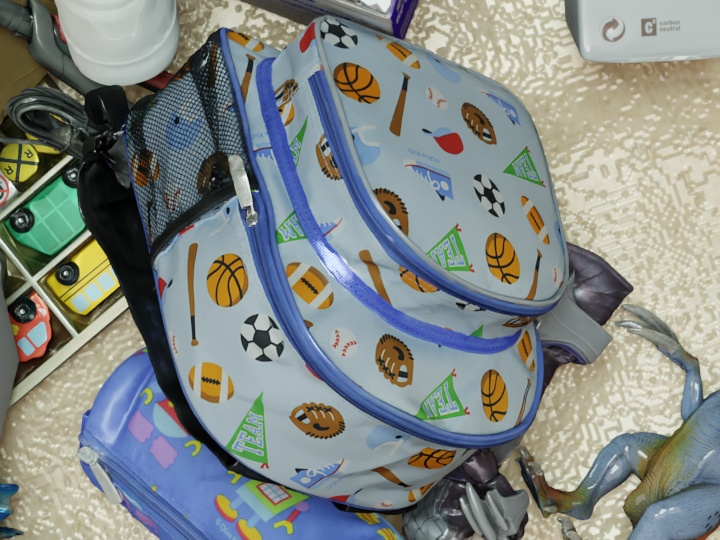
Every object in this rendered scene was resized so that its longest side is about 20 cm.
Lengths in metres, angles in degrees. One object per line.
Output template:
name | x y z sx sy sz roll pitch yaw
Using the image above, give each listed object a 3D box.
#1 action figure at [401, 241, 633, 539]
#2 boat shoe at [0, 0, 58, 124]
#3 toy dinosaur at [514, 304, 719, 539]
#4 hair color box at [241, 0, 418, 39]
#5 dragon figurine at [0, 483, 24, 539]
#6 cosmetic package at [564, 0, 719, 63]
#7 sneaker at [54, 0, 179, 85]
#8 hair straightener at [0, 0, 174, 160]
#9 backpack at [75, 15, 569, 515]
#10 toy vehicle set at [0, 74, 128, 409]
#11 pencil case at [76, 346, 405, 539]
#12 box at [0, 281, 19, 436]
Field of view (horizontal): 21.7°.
action figure | 0.052 0.081 0.888 0.069 0.130 0.201 26 80 -30
boat shoe | -0.209 -0.079 0.872 0.200 0.069 0.074 -50 126 -31
toy dinosaur | 0.170 0.079 0.916 0.181 0.105 0.200 -23 127 -5
hair color box | -0.025 -0.147 0.826 0.109 0.200 0.065 21 94 1
dragon figurine | -0.188 0.141 0.916 0.199 0.059 0.100 -14 60 -17
cosmetic package | 0.125 -0.202 0.847 0.074 0.102 0.201 -2 108 2
sneaker | -0.126 -0.194 0.833 0.073 0.116 0.200 -17 59 -6
hair straightener | -0.108 -0.062 0.872 0.200 0.041 0.077 28 80 -29
backpack | 0.000 0.000 0.798 0.154 0.200 0.191 -34 55 42
toy vehicle set | -0.198 0.007 0.934 0.200 0.027 0.124 -40 92 5
pencil case | -0.053 0.111 0.865 0.200 0.087 0.078 37 134 36
box | -0.234 0.092 0.828 0.124 0.098 0.200 5 54 1
